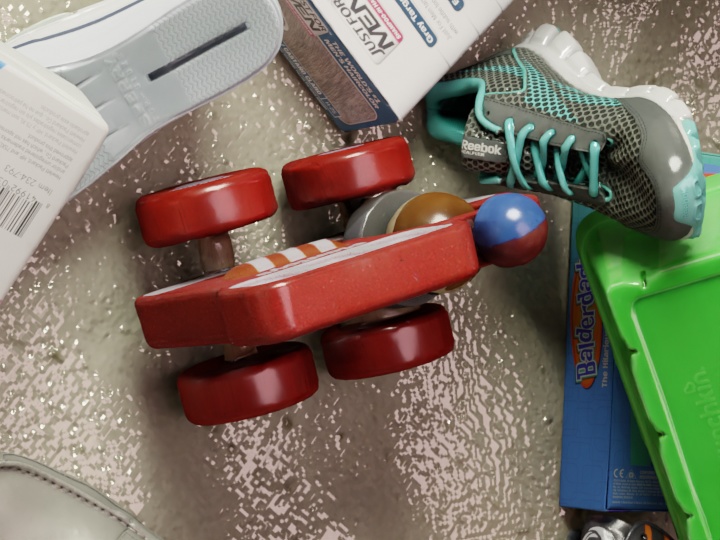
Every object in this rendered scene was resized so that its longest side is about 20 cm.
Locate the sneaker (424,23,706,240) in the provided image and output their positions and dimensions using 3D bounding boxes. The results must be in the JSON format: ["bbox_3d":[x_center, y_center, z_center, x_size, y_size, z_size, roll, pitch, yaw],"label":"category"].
[{"bbox_3d":[0.096,-0.059,0.996,0.091,0.200,0.078,-15,115,-19],"label":"sneaker"}]

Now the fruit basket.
[{"bbox_3d":[0.214,0.041,1.056,0.216,0.155,0.216,-17,90,-73],"label":"fruit basket"}]

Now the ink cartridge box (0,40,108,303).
[{"bbox_3d":[-0.209,-0.012,0.836,0.116,0.067,0.200,31,96,-27],"label":"ink cartridge box"}]

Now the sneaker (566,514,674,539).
[{"bbox_3d":[0.101,0.180,1.055,0.200,0.077,0.112,18,70,-36],"label":"sneaker"}]

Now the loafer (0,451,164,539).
[{"bbox_3d":[-0.103,0.148,0.917,0.200,0.070,0.070,39,69,-25],"label":"loafer"}]

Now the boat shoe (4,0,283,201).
[{"bbox_3d":[-0.130,-0.079,0.915,0.199,0.067,0.074,-23,114,-10],"label":"boat shoe"}]

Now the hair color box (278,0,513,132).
[{"bbox_3d":[0.037,-0.174,1.028,0.200,0.060,0.100,-48,112,-25],"label":"hair color box"}]

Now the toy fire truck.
[{"bbox_3d":[0.000,0.000,0.932,0.200,0.168,0.113,-16,97,-32],"label":"toy fire truck"}]

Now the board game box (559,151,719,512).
[{"bbox_3d":[0.186,0.035,1.123,0.152,0.045,0.201,6,85,-31],"label":"board game box"}]
